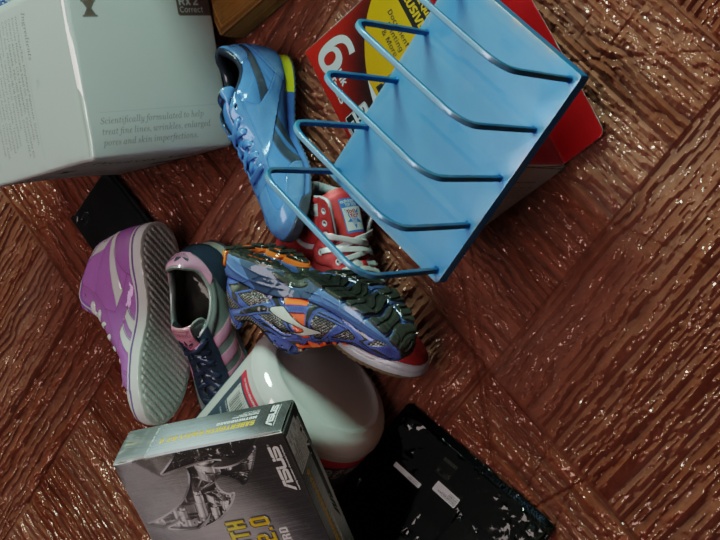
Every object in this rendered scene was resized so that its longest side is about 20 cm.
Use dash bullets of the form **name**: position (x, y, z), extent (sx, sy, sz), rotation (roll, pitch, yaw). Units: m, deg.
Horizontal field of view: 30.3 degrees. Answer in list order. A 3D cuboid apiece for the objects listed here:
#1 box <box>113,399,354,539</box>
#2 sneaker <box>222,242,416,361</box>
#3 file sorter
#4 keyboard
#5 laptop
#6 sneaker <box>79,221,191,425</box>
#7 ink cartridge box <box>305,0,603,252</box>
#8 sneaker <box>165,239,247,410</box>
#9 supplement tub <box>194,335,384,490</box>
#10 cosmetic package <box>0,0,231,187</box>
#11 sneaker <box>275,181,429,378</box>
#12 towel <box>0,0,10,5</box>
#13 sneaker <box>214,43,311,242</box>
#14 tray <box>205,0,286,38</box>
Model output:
- **box**: position (-0.098, 0.214, 1.135), extent (0.157, 0.048, 0.201), rotation (-12, 117, 17)
- **sneaker**: position (-0.036, 0.038, 1.127), extent (0.199, 0.075, 0.079), rotation (22, 112, 35)
- **file sorter**: position (0.040, -0.108, 0.997), extent (0.139, 0.122, 0.201), rotation (46, 117, 25)
- **keyboard**: position (-0.243, 0.005, 1.397), extent (0.127, 0.021, 0.200), rotation (-50, 64, 24)
- **laptop**: position (0.060, 0.258, 1.194), extent (0.177, 0.103, 0.200), rotation (38, 90, 28)
- **sneaker**: position (-0.232, 0.059, 1.343), extent (0.114, 0.072, 0.202), rotation (-12, 73, 36)
- **ink cartridge box**: position (0.075, -0.147, 1.096), extent (0.175, 0.084, 0.201), rotation (-37, 72, 33)
- **sneaker**: position (-0.153, 0.075, 1.289), extent (0.070, 0.082, 0.202), rotation (-9, 94, 27)
- **supplement tub**: position (-0.084, 0.162, 1.213), extent (0.200, 0.140, 0.141), rotation (-49, 66, 30)
- **cosmetic package**: position (-0.256, -0.178, 1.279), extent (0.199, 0.164, 0.166), rotation (-6, 94, 47)
- **sneaker**: position (0.000, 0.000, 1.176), extent (0.200, 0.071, 0.113), rotation (40, 120, 30)
- **towel**: position (-0.359, -0.204, 1.353), extent (0.024, 0.199, 0.146), rotation (-9, 90, 35)
- **sneaker**: position (-0.095, -0.116, 1.198), extent (0.066, 0.078, 0.202), rotation (-41, 51, 47)
- **tray**: position (-0.074, -0.311, 1.226), extent (0.199, 0.037, 0.099), rotation (-33, 74, 36)
